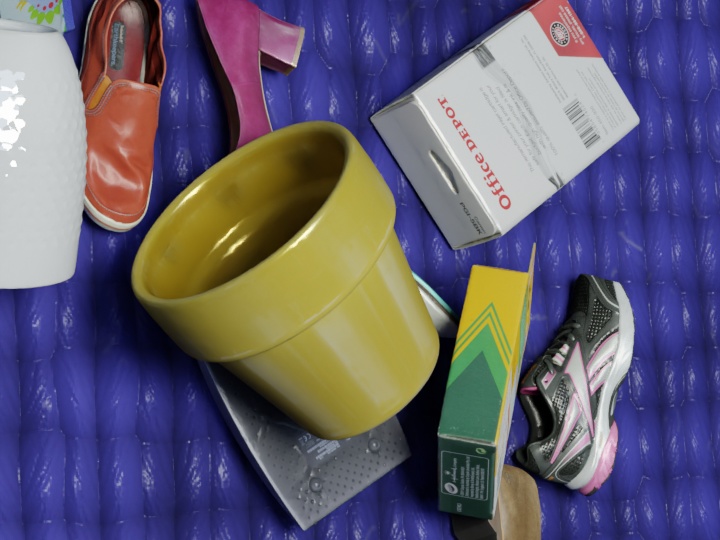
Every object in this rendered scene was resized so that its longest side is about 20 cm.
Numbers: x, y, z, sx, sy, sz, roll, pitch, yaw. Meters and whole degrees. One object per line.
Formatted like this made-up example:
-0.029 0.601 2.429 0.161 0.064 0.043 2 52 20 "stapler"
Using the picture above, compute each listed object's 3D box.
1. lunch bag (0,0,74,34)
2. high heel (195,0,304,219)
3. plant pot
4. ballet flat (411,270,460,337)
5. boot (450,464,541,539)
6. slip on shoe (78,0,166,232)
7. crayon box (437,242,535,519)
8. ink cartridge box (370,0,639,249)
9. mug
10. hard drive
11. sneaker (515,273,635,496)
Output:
-0.320 -0.232 1.323 0.170 0.127 0.200 -34 116 -29 "lunch bag"
-0.113 -0.129 1.454 0.096 0.067 0.200 18 78 -14 "high heel"
-0.041 0.021 1.352 0.201 0.201 0.189 -51 121 -26 "plant pot"
0.000 0.000 1.499 0.200 0.069 0.069 46 63 -11 "ballet flat"
0.126 0.263 1.516 0.075 0.074 0.201 7 75 -35 "boot"
-0.189 -0.131 1.409 0.074 0.061 0.201 9 78 -30 "slip on shoe"
0.104 0.088 1.482 0.051 0.126 0.200 9 55 9 "crayon box"
0.128 -0.134 1.577 0.200 0.083 0.147 -37 100 -30 "ink cartridge box"
-0.263 -0.095 1.299 0.147 0.200 0.176 10 102 9 "mug"
-0.055 0.097 1.455 0.135 0.042 0.200 -32 97 -30 "hard drive"
0.185 0.093 1.576 0.086 0.080 0.200 14 69 -16 "sneaker"
